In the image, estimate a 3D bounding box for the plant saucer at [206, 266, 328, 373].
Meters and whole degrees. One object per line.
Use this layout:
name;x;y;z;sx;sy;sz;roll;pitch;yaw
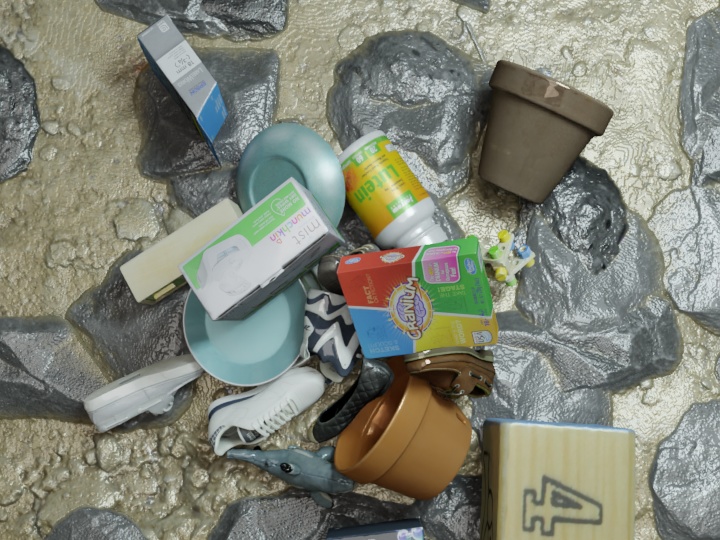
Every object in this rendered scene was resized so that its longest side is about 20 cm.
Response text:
plant saucer;-0.141;0.063;1.393;0.195;0.050;0.205;0;82;-1

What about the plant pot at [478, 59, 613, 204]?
plant pot;0.266;-0.203;1.374;0.197;0.200;0.178;24;99;3

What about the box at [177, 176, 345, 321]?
box;-0.132;-0.022;1.254;0.198;0.176;0.098;-37;83;4

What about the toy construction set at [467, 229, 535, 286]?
toy construction set;0.166;0.022;1.353;0.200;0.129;0.094;-42;124;-35

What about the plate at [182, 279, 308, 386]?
plate;-0.171;0.074;1.354;0.195;0.026;0.205;0;81;0

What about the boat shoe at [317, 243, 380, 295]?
boat shoe;0.000;0.000;1.344;0.073;0.199;0.075;-7;73;30

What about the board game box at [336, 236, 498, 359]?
board game box;0.081;0.041;1.235;0.195;0.041;0.155;-8;121;18

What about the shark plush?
shark plush;-0.101;0.288;1.344;0.197;0.083;0.092;26;86;4

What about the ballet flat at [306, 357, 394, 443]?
ballet flat;-0.024;0.193;1.331;0.056;0.067;0.200;35;124;-12

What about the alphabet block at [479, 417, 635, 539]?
alphabet block;0.278;0.323;1.288;0.191;0.195;0.205;3;83;2

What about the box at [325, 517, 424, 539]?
box;0.031;0.480;1.308;0.145;0.107;0.205;-7;81;0

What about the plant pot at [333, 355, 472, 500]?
plant pot;0.071;0.242;1.308;0.139;0.200;0.202;34;83;-11

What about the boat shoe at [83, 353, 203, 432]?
boat shoe;-0.324;0.190;1.370;0.197;0.072;0.070;-24;104;-10

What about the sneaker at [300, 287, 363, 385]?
sneaker;-0.008;0.115;1.351;0.196;0.079;0.132;20;86;-36

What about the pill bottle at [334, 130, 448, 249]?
pill bottle;0.047;-0.106;1.386;0.110;0.111;0.202;-35;84;-5

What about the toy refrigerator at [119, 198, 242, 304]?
toy refrigerator;-0.264;-0.025;1.382;0.198;0.076;0.071;-32;83;2

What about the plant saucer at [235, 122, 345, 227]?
plant saucer;-0.118;-0.124;1.377;0.197;0.039;0.206;5;101;24

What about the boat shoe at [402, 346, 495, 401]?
boat shoe;0.133;0.146;1.243;0.071;0.198;0.070;-14;76;39

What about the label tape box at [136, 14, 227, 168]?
label tape box;-0.258;-0.277;1.393;0.063;0.144;0.201;-36;84;-7

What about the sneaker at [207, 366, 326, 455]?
sneaker;-0.138;0.216;1.345;0.197;0.081;0.077;-26;120;4
